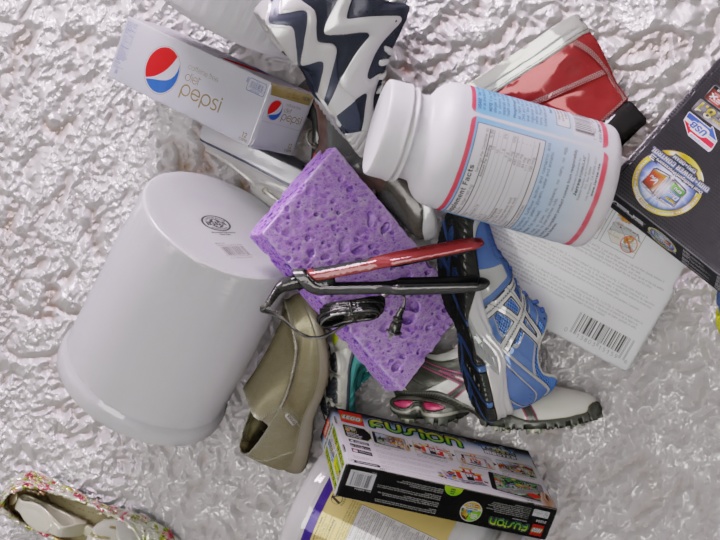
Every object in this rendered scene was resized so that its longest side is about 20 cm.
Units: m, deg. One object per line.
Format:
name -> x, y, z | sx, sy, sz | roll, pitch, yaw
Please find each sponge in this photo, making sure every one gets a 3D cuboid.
sponge -> 0.000, 0.000, 1.419 | 0.200, 0.030, 0.112 | 49, 63, -19

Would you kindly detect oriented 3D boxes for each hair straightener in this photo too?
hair straightener -> 0.013, 0.025, 1.350 | 0.200, 0.041, 0.077 | -11, 100, 5

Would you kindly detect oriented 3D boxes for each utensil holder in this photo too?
utensil holder -> -0.167, 0.033, 1.464 | 0.170, 0.170, 0.200 | 35, 118, 10

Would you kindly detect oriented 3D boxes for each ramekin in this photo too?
ramekin -> -0.098, -0.272, 1.433 | 0.200, 0.200, 0.098 | 32, 110, 11

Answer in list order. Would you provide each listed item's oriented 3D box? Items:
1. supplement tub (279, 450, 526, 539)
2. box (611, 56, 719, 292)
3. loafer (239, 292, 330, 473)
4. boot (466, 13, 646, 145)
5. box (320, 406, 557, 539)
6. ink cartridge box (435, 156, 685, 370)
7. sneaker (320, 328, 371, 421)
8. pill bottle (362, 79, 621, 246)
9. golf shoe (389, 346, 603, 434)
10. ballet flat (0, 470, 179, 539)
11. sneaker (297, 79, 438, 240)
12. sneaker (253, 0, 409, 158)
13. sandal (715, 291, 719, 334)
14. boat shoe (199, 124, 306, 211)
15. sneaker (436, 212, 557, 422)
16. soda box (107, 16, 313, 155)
supplement tub -> 0.038, 0.258, 1.462 | 0.200, 0.145, 0.146 | 23, 100, 12
box -> 0.333, -0.062, 1.334 | 0.200, 0.044, 0.160 | 41, 81, 18
loafer -> -0.074, 0.110, 1.484 | 0.068, 0.076, 0.200 | -1, 120, -17
boot -> 0.152, -0.119, 1.441 | 0.200, 0.072, 0.144 | -32, 90, 15
box -> 0.069, 0.182, 1.423 | 0.200, 0.110, 0.035 | 14, 109, -14
ink cartridge box -> 0.194, -0.031, 1.426 | 0.200, 0.044, 0.174 | 28, 106, 3
sneaker -> 0.002, 0.070, 1.491 | 0.080, 0.078, 0.200 | 1, 113, -21
pill bottle -> 0.108, -0.094, 1.325 | 0.200, 0.109, 0.109 | 15, 99, -9
golf shoe -> 0.125, 0.105, 1.463 | 0.200, 0.077, 0.088 | 5, 90, 15
ballet flat -> -0.280, 0.263, 1.594 | 0.200, 0.064, 0.076 | 19, 98, 13
sneaker -> -0.003, -0.098, 1.472 | 0.082, 0.077, 0.200 | -34, 73, -5
sneaker -> 0.011, -0.187, 1.366 | 0.130, 0.079, 0.199 | -37, 116, 0
sandal -> 0.349, -0.024, 1.383 | 0.079, 0.087, 0.200 | 1, 93, 17
boat shoe -> -0.072, -0.074, 1.507 | 0.200, 0.072, 0.066 | 29, 101, 1
sneaker -> 0.120, 0.030, 1.406 | 0.077, 0.076, 0.200 | -14, 100, -13
soda box -> -0.142, -0.174, 1.483 | 0.200, 0.068, 0.064 | 29, 103, 34
